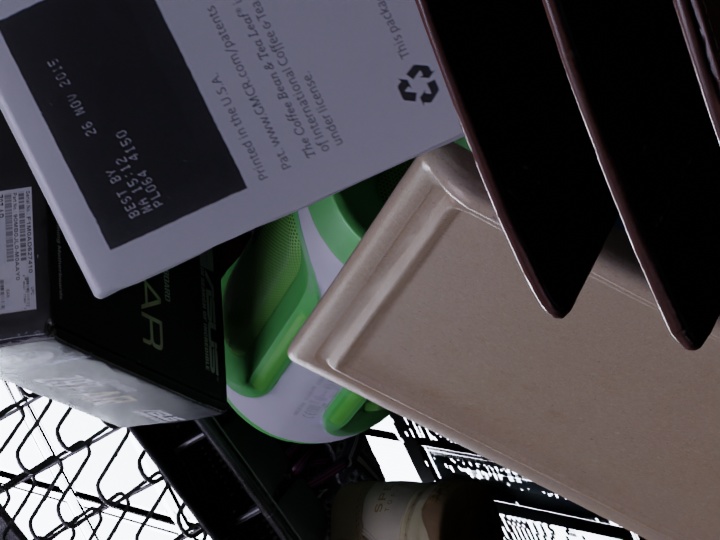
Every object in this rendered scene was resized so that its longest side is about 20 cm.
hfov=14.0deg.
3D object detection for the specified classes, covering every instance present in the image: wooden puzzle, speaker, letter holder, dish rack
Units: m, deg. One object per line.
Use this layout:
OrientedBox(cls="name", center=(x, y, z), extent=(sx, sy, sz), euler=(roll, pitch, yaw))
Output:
OrientedBox(cls="wooden puzzle", center=(0.082, 0.031, 0.897), extent=(0.185, 0.037, 0.200), euler=(27, 158, -4))
OrientedBox(cls="speaker", center=(0.000, 0.000, 1.043), extent=(0.088, 0.088, 0.200), euler=(55, 157, 9))
OrientedBox(cls="letter holder", center=(0.060, -0.078, 0.702), extent=(0.101, 0.142, 0.200), euler=(-8, 118, 28))
OrientedBox(cls="dish rack", center=(-0.119, 0.094, 1.192), extent=(0.200, 0.055, 0.153), euler=(-29, 100, 33))

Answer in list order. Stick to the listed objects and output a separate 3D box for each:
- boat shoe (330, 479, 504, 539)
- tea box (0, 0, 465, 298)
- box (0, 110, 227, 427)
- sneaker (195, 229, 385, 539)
OrientedBox(cls="boat shoe", center=(0.026, 0.180, 1.174), extent=(0.064, 0.071, 0.200), euler=(0, 98, 30))
OrientedBox(cls="tea box", center=(-0.055, -0.127, 0.843), extent=(0.197, 0.134, 0.200), euler=(-99, -16, -74))
OrientedBox(cls="box", center=(-0.098, -0.056, 1.017), extent=(0.160, 0.044, 0.200), euler=(34, -130, -68))
OrientedBox(cls="sneaker", center=(-0.044, 0.049, 1.207), extent=(0.200, 0.081, 0.075), euler=(60, 155, 0))
